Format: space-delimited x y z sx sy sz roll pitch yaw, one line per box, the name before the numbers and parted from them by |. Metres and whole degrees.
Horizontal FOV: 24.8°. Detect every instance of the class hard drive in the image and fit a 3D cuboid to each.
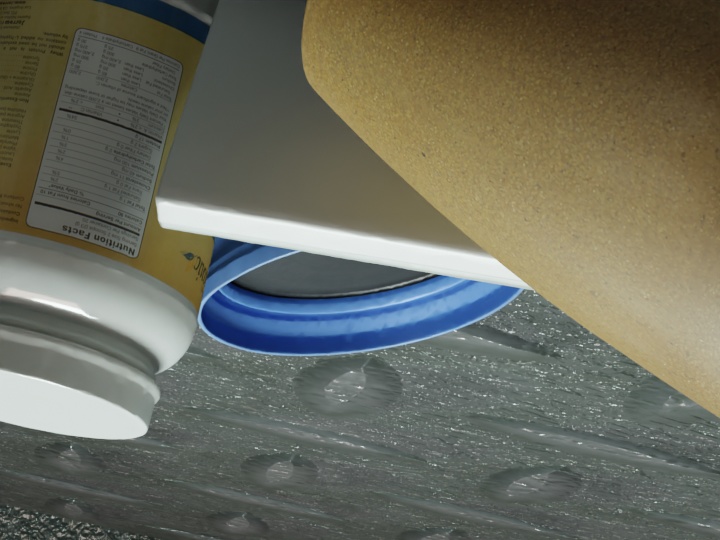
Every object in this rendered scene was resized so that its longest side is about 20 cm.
hard drive | 0.025 -0.060 0.702 0.198 0.133 0.026 9 146 6

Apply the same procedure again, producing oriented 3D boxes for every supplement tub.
supplement tub | -0.137 -0.035 0.770 0.143 0.202 0.145 10 163 3

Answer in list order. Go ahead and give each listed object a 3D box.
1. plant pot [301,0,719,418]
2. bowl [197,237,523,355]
plant pot | 0.085 -0.070 0.597 0.199 0.188 0.187 24 167 19
bowl | 0.000 0.000 0.970 0.198 0.040 0.201 -8 159 -3
